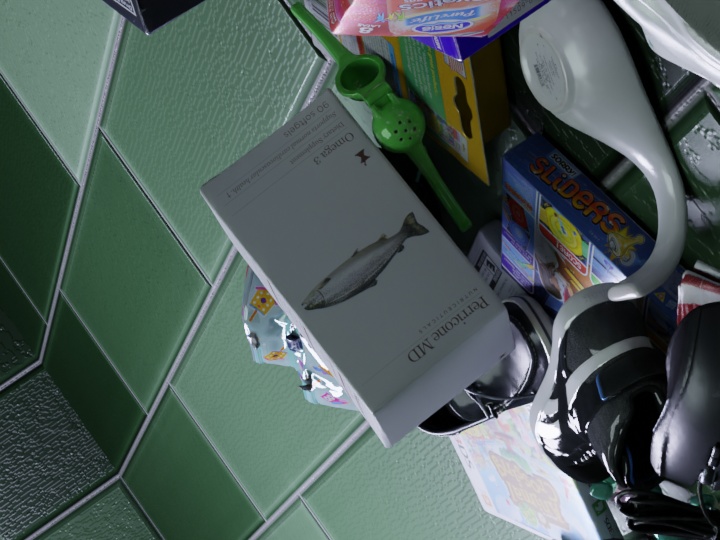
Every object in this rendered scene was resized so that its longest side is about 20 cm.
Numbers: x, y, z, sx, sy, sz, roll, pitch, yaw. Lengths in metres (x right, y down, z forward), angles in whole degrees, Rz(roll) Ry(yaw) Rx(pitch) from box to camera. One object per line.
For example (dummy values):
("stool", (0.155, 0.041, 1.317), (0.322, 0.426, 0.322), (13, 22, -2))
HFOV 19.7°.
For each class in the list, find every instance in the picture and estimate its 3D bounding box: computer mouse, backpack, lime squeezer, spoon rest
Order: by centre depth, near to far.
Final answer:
("computer mouse", (0.234, 0.109, 1.216), (0.139, 0.046, 0.201), (13, 132, 2))
("spoon rest", (0.149, -0.085, 1.256), (0.099, 0.060, 0.202), (-10, 99, 68))
("lime squeezer", (0.015, -0.115, 1.407), (0.200, 0.038, 0.071), (52, -168, 9))
("backpack", (-0.010, 0.014, 1.592), (0.152, 0.177, 0.200), (1, 151, 12))

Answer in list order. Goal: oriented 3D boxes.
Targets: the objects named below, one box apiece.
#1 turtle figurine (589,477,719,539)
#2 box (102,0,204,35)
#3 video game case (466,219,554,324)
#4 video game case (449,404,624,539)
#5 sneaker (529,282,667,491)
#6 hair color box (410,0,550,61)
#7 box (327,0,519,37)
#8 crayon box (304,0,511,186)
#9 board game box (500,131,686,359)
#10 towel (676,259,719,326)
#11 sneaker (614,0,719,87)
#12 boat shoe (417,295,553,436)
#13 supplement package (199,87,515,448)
("turtle figurine", (0.222, 0.221, 1.465), (0.100, 0.151, 0.200), (23, -169, -28))
("box", (-0.189, -0.320, 1.572), (0.200, 0.123, 0.199), (39, 154, 44))
("video game case", (0.134, 0.072, 1.581), (0.183, 0.023, 0.200), (52, 160, 13))
("video game case", (0.121, 0.138, 1.648), (0.200, 0.022, 0.183), (16, 136, 61))
("sneaker", (0.161, 0.110, 1.341), (0.201, 0.072, 0.112), (84, 167, -53))
("hair color box", (0.035, -0.204, 1.239), (0.200, 0.109, 0.065), (31, 150, 50))
("box", (0.031, -0.232, 1.092), (0.100, 0.095, 0.202), (138, 129, -72))
("crayon box", (0.035, -0.162, 1.395), (0.200, 0.051, 0.126), (43, 157, 36))
("board game box", (0.169, 0.017, 1.381), (0.200, 0.034, 0.136), (46, 160, 27))
("towel", (0.256, 0.088, 1.252), (0.143, 0.023, 0.201), (24, 147, 26))
("sneaker", (0.153, -0.156, 1.099), (0.200, 0.075, 0.089), (49, 172, 18))
("boat shoe", (0.089, 0.076, 1.515), (0.075, 0.062, 0.200), (61, 153, 7))
("supplement package", (0.000, 0.000, 1.413), (0.200, 0.117, 0.117), (51, 175, 17))
